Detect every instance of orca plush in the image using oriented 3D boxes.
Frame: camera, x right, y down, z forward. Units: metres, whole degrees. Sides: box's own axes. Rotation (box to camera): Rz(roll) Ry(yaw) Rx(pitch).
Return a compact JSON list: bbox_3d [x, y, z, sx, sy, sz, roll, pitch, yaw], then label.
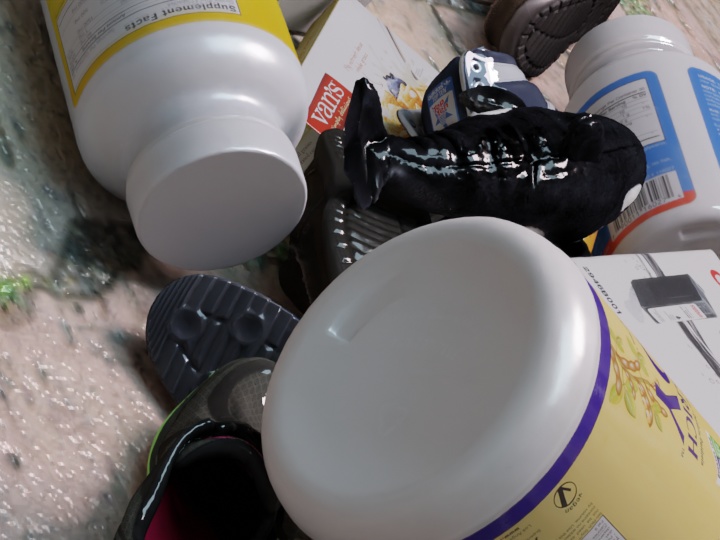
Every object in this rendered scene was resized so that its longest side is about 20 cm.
[{"bbox_3d":[0.080,-0.066,1.220,0.200,0.071,0.105,17,48,-37],"label":"orca plush"}]

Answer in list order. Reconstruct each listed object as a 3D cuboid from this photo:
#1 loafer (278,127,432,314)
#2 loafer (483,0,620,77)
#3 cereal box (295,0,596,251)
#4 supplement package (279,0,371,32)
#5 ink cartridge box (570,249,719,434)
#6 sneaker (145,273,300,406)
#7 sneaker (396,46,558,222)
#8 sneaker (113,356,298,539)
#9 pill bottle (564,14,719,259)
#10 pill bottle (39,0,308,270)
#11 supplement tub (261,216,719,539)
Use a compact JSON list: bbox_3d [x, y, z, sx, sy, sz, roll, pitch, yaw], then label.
[{"bbox_3d":[0.000,0.000,1.206,0.073,0.071,0.200,26,19,-11],"label":"loafer"},{"bbox_3d":[0.116,-0.178,1.637,0.071,0.073,0.200,38,22,9],"label":"loafer"},{"bbox_3d":[0.039,-0.050,1.380,0.200,0.040,0.144,40,32,-11],"label":"cereal box"},{"bbox_3d":[-0.066,-0.216,1.379,0.200,0.117,0.117,2,49,-51],"label":"supplement package"},{"bbox_3d":[0.142,0.071,1.241,0.200,0.084,0.144,-3,54,-56],"label":"ink cartridge box"},{"bbox_3d":[-0.013,0.074,1.146,0.200,0.070,0.082,38,-3,-2],"label":"sneaker"},{"bbox_3d":[0.053,-0.043,1.289,0.109,0.070,0.200,51,36,-2],"label":"sneaker"},{"bbox_3d":[-0.053,0.094,1.017,0.077,0.084,0.200,35,32,-8],"label":"sneaker"},{"bbox_3d":[0.181,-0.060,1.512,0.112,0.112,0.200,28,34,-30],"label":"pill bottle"},{"bbox_3d":[-0.088,-0.100,1.202,0.112,0.112,0.200,20,38,-39],"label":"pill bottle"},{"bbox_3d":[0.069,0.089,1.009,0.200,0.145,0.146,46,22,-41],"label":"supplement tub"}]
